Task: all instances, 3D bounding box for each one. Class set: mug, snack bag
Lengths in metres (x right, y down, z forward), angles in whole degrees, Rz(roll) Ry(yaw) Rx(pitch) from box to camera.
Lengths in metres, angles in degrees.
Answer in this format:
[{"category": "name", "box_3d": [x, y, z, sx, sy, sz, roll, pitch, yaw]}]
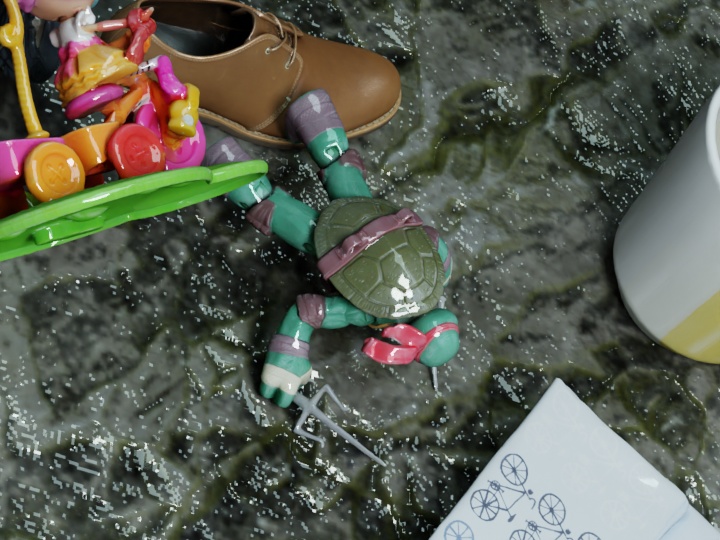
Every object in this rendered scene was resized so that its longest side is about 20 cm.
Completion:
[{"category": "mug", "box_3d": [0.228, -0.005, 1.648, 0.149, 0.153, 0.187, 8, 58, -28]}, {"category": "snack bag", "box_3d": [0.136, 0.177, 1.512, 0.200, 0.021, 0.189, 43, 47, 0]}]

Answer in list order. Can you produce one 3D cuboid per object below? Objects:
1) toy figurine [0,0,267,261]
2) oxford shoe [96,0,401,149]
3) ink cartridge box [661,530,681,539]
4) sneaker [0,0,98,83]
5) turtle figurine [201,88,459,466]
[{"category": "toy figurine", "box_3d": [-0.155, -0.114, 1.455, 0.200, 0.150, 0.185, -15, 86, -42]}, {"category": "oxford shoe", "box_3d": [-0.054, -0.117, 1.602, 0.199, 0.071, 0.072, 4, 57, -32]}, {"category": "ink cartridge box", "box_3d": [0.111, 0.202, 1.519, 0.099, 0.039, 0.200, 42, 47, -2]}, {"category": "sneaker", "box_3d": [-0.155, -0.184, 1.579, 0.086, 0.078, 0.201, 22, 52, -22]}, {"category": "turtle figurine", "box_3d": [0.000, 0.000, 1.546, 0.149, 0.101, 0.200, -21, 68, -39]}]
